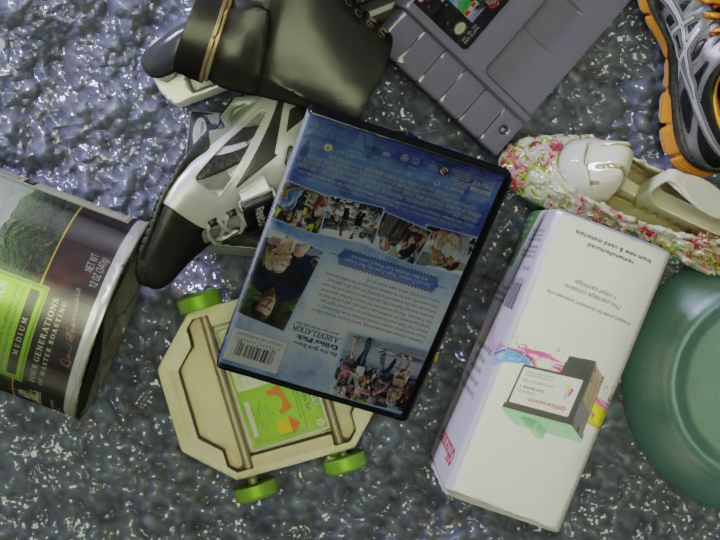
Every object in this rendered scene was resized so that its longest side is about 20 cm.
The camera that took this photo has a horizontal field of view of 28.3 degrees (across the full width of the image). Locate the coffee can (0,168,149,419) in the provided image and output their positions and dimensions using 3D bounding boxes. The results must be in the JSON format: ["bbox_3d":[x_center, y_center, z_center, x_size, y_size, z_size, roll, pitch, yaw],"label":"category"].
[{"bbox_3d":[-0.260,0.000,0.979,0.200,0.146,0.146,20,92,-2],"label":"coffee can"}]

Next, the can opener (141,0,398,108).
[{"bbox_3d":[-0.058,-0.172,1.013,0.200,0.067,0.053,-21,93,0],"label":"can opener"}]

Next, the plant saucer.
[{"bbox_3d":[0.294,0.083,1.044,0.200,0.036,0.200,0,93,0],"label":"plant saucer"}]

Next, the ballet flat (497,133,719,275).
[{"bbox_3d":[0.199,-0.059,1.016,0.200,0.064,0.076,21,60,0],"label":"ballet flat"}]

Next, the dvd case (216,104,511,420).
[{"bbox_3d":[0.000,0.000,0.963,0.143,0.018,0.200,17,113,-11],"label":"dvd case"}]

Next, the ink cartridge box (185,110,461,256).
[{"bbox_3d":[-0.028,-0.056,1.027,0.200,0.039,0.100,4,82,-2],"label":"ink cartridge box"}]

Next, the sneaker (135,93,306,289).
[{"bbox_3d":[-0.073,-0.059,0.969,0.088,0.074,0.200,35,82,5],"label":"sneaker"}]

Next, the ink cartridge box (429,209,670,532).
[{"bbox_3d":[0.125,0.064,0.986,0.084,0.145,0.200,22,91,-1],"label":"ink cartridge box"}]

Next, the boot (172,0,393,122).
[{"bbox_3d":[-0.025,-0.198,0.948,0.138,0.077,0.200,22,89,-6],"label":"boot"}]

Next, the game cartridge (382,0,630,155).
[{"bbox_3d":[0.115,-0.198,1.016,0.130,0.038,0.200,40,92,-23],"label":"game cartridge"}]

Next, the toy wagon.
[{"bbox_3d":[-0.042,0.075,1.038,0.200,0.040,0.155,-16,93,-1],"label":"toy wagon"}]

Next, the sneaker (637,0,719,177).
[{"bbox_3d":[0.250,-0.166,1.003,0.078,0.077,0.200,-15,98,-22],"label":"sneaker"}]
